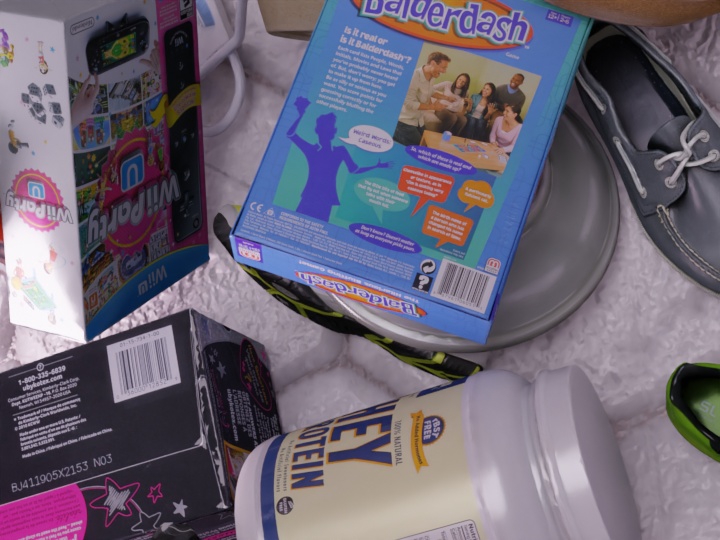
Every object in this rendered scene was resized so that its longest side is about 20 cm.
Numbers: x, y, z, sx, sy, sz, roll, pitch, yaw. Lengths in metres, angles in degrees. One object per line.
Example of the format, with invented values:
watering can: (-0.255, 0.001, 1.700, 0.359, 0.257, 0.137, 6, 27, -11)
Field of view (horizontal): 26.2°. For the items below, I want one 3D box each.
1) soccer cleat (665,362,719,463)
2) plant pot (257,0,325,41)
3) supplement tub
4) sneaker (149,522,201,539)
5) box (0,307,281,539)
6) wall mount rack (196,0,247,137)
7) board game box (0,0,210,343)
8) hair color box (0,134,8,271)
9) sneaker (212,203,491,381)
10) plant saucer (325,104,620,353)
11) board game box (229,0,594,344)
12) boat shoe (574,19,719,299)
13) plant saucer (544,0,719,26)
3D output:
soccer cleat: (0.255, 0.103, 0.831, 0.199, 0.081, 0.068, 21, 85, 25)
plant pot: (-0.007, -0.249, 0.990, 0.187, 0.187, 0.201, 5, 94, 23)
supplement tub: (0.045, 0.140, 0.872, 0.199, 0.145, 0.146, -19, 70, 16)
sneaker: (-0.069, 0.228, 0.891, 0.086, 0.201, 0.080, -4, 33, 24)
box: (-0.157, 0.121, 0.977, 0.199, 0.115, 0.133, -18, 69, 16)
wall mount rack: (-0.126, -0.198, 1.049, 0.174, 0.074, 0.201, -37, 64, 32)
board game box: (-0.159, -0.078, 0.964, 0.064, 0.148, 0.201, 12, 116, 23)
hair color box: (-0.243, -0.045, 1.005, 0.111, 0.200, 0.064, 13, 81, 24)
sneaker: (0.000, 0.000, 0.974, 0.199, 0.075, 0.077, 25, 79, 15)
plant saucer: (0.059, -0.050, 0.926, 0.199, 0.050, 0.201, 0, 63, 0)
board game box: (0.032, -0.077, 0.878, 0.152, 0.045, 0.201, 19, 72, 6)
boat shoe: (0.182, -0.069, 0.916, 0.073, 0.062, 0.201, -31, 67, 12)
plant saucer: (0.145, -0.195, 0.920, 0.200, 0.200, 0.036, 34, 130, 26)
